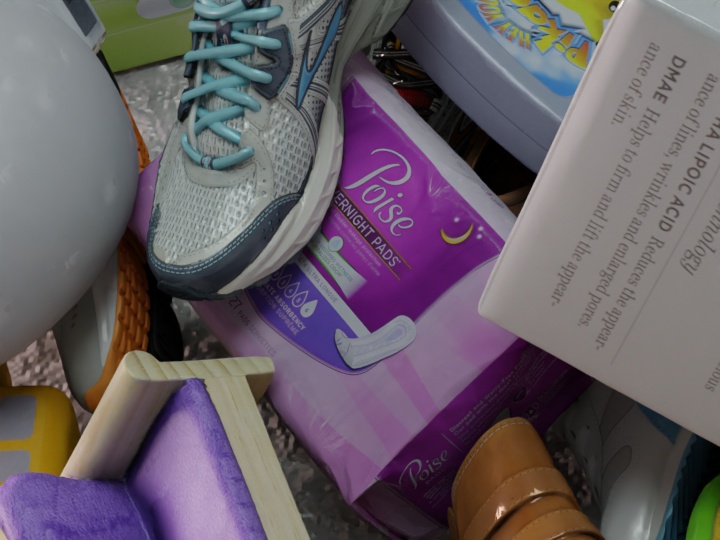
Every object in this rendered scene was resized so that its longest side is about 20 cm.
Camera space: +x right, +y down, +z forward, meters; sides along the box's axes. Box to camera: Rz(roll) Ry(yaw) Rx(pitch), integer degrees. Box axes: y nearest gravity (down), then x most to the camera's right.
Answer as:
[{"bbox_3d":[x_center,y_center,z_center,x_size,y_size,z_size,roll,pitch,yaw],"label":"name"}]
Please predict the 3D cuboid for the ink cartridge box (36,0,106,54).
[{"bbox_3d":[-0.245,-0.136,1.194,0.197,0.201,0.043,-27,18,13],"label":"ink cartridge box"}]

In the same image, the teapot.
[{"bbox_3d":[-0.194,-0.051,1.087,0.197,0.146,0.200,-39,38,-8],"label":"teapot"}]

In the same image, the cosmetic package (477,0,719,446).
[{"bbox_3d":[0.177,-0.037,0.945,0.199,0.165,0.165,28,47,5],"label":"cosmetic package"}]

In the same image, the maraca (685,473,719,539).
[{"bbox_3d":[0.172,0.119,1.000,0.137,0.107,0.201,37,34,-18],"label":"maraca"}]

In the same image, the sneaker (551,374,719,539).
[{"bbox_3d":[0.109,0.059,1.093,0.080,0.077,0.201,-5,42,17],"label":"sneaker"}]

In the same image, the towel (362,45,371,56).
[{"bbox_3d":[0.021,-0.164,1.247,0.031,0.150,0.200,31,58,34],"label":"towel"}]

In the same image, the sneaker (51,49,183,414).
[{"bbox_3d":[-0.134,-0.006,1.189,0.091,0.076,0.201,-19,43,6],"label":"sneaker"}]

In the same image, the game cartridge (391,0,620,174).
[{"bbox_3d":[0.083,-0.108,1.163,0.133,0.041,0.200,-28,65,-35],"label":"game cartridge"}]

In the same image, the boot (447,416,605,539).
[{"bbox_3d":[0.079,0.115,0.957,0.076,0.200,0.156,-3,55,-10],"label":"boot"}]

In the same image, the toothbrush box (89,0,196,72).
[{"bbox_3d":[-0.081,-0.183,1.280,0.199,0.146,0.086,-15,47,-7],"label":"toothbrush box"}]

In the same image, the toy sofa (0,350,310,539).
[{"bbox_3d":[-0.055,0.132,0.995,0.097,0.083,0.201,-2,52,-32],"label":"toy sofa"}]

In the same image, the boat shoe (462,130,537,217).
[{"bbox_3d":[0.100,-0.068,1.204,0.072,0.068,0.200,22,55,25],"label":"boat shoe"}]

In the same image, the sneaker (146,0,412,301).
[{"bbox_3d":[-0.044,-0.086,1.060,0.077,0.086,0.201,10,69,31],"label":"sneaker"}]

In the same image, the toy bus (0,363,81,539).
[{"bbox_3d":[-0.151,0.110,1.081,0.078,0.065,0.201,-5,48,4],"label":"toy bus"}]

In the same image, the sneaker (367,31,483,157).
[{"bbox_3d":[0.019,-0.074,1.210,0.077,0.082,0.200,19,58,23],"label":"sneaker"}]

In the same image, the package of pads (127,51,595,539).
[{"bbox_3d":[0.000,0.000,1.092,0.120,0.076,0.200,-44,54,4],"label":"package of pads"}]
